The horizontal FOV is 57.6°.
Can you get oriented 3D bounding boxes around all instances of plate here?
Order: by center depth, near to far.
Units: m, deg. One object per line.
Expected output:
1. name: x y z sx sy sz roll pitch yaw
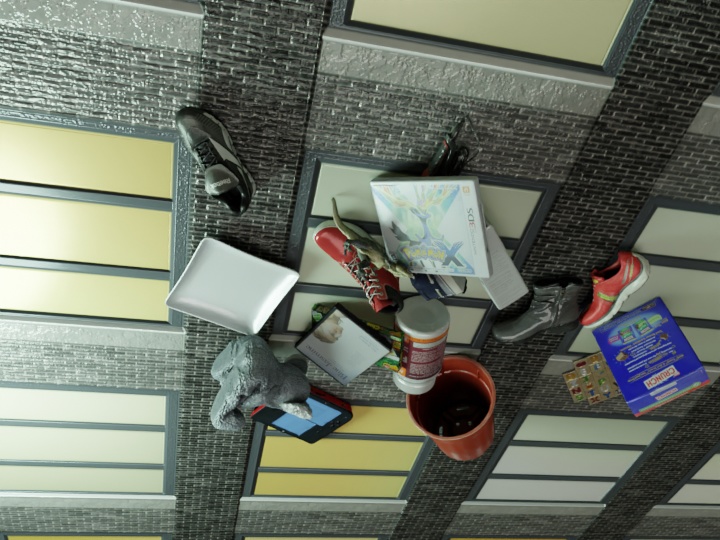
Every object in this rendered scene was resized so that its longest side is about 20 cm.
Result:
1. plate: -0.248 0.029 1.266 0.199 0.032 0.200 22 126 -26

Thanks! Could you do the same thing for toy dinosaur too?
1. toy dinosaur: 0.004 -0.036 1.156 0.200 0.088 0.047 44 126 -9

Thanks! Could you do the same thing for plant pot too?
1. plant pot: 0.223 0.331 1.510 0.199 0.202 0.196 -17 141 8

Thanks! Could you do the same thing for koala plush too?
1. koala plush: -0.187 0.235 1.364 0.199 0.178 0.184 22 127 -28

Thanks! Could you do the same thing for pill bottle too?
1. pill bottle: 0.122 0.161 1.381 0.113 0.115 0.201 -2 132 -6

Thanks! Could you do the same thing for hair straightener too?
1. hair straightener: 0.151 -0.174 1.140 0.076 0.041 0.201 14 124 -20

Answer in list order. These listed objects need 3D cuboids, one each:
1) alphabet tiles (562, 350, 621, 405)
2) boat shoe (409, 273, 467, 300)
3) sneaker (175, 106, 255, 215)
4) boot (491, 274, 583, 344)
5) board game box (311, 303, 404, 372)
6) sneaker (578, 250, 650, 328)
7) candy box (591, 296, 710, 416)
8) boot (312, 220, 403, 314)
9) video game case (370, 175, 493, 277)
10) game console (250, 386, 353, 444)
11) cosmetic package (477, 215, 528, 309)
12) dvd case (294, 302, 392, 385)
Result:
1. alphabet tiles: 0.590 0.262 1.609 0.165 0.006 0.200 -23 131 13
2. boat shoe: 0.119 -0.017 1.253 0.092 0.075 0.200 -19 123 32
3. sneaker: -0.229 -0.168 1.051 0.066 0.091 0.201 -21 131 10
4. boot: 0.367 0.075 1.381 0.198 0.070 0.132 -15 126 -4
5. board game box: -0.008 0.139 1.344 0.198 0.024 0.105 17 136 17
6. sneaker: 0.510 0.034 1.363 0.084 0.077 0.201 27 125 -4
7. candy box: 0.620 0.184 1.410 0.168 0.201 0.077 -32 129 20
8. boot: 0.000 0.000 1.199 0.199 0.145 0.072 30 124 -28
9. video game case: 0.122 -0.075 1.133 0.199 0.022 0.184 5 123 34
10. game console: -0.136 0.346 1.570 0.199 0.031 0.177 33 120 -30
11. cosmetic package: 0.235 -0.029 1.229 0.074 0.102 0.200 -34 127 8
12. dvd case: -0.040 0.157 1.349 0.142 0.018 0.200 38 138 -7
